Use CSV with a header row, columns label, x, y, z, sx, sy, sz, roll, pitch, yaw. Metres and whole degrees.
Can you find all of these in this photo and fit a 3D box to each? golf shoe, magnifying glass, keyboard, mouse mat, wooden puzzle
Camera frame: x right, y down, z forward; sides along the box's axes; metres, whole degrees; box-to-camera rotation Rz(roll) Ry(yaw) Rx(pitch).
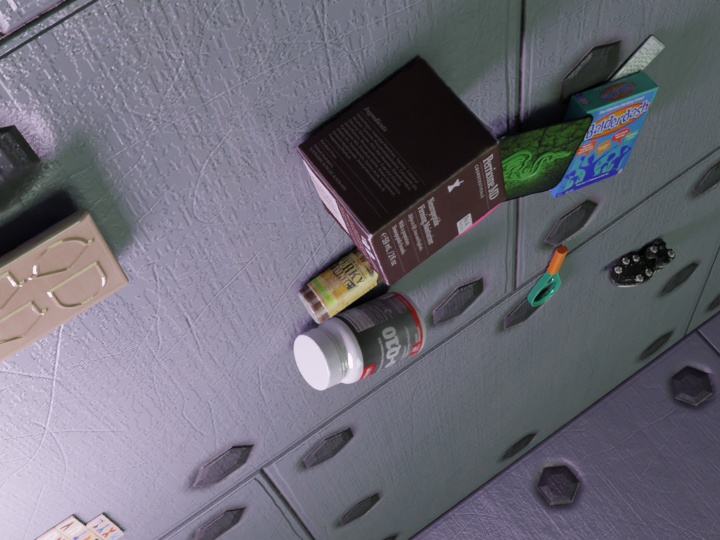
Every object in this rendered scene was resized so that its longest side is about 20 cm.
label,x,y,z,sx,sy,sz,roll,pitch,yaw
golf shoe,0.642,0.002,2.533,0.200,0.077,0.088,-22,158,-30
magnifying glass,0.395,0.013,2.272,0.080,0.022,0.200,-28,153,-22
keyboard,0.409,-0.295,1.771,0.200,0.011,0.056,-48,154,19
mouse mat,0.264,-0.167,1.706,0.200,0.008,0.161,-16,146,-29
wooden puzzle,-0.363,0.014,1.212,0.185,0.046,0.200,-33,160,-12

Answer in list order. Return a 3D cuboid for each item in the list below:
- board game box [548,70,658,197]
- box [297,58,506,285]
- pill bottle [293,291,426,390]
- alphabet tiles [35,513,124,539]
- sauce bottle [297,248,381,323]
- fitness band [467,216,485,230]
label,x,y,z,sx,sy,sz,roll,pitch,yaw
board game box,0.392,-0.222,1.805,0.152,0.045,0.200,-21,147,-23
box,0.056,-0.123,1.398,0.200,0.164,0.166,-36,156,-5
pill bottle,-0.001,0.117,1.797,0.200,0.114,0.114,-22,151,-32
alphabet tiles,-0.499,0.470,1.857,0.167,0.008,0.200,-33,156,-11
sauce bottle,0.000,0.000,1.660,0.200,0.065,0.065,-37,156,-7
fitness band,0.174,-0.122,1.717,0.200,0.037,0.144,-41,155,3
